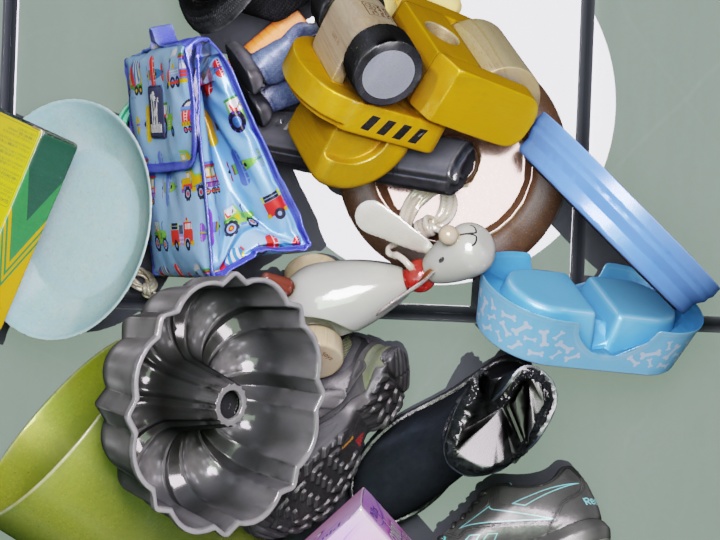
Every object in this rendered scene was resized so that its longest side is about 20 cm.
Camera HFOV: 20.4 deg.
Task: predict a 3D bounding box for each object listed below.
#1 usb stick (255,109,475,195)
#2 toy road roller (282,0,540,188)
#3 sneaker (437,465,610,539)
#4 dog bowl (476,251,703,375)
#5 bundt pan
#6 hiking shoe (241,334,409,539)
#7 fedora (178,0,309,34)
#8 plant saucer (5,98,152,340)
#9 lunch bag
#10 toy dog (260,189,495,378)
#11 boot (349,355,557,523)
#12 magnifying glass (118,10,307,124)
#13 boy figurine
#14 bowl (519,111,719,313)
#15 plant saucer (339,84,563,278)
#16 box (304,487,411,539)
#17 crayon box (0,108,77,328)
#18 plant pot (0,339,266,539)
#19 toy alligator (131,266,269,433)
[{"bbox_3d":[0.000,-0.099,1.654,0.198,0.033,0.056,11,51,25],"label":"usb stick"},{"bbox_3d":[0.029,-0.137,1.598,0.199,0.123,0.147,14,120,-31],"label":"toy road roller"},{"bbox_3d":[0.109,0.228,1.686,0.198,0.075,0.080,-19,69,2],"label":"sneaker"},{"bbox_3d":[0.184,0.038,1.638,0.198,0.112,0.050,6,118,-23],"label":"dog bowl"},{"bbox_3d":[-0.123,0.098,1.535,0.075,0.201,0.204,8,91,43],"label":"bundt pan"},{"bbox_3d":[-0.047,0.134,1.662,0.100,0.076,0.200,24,63,36],"label":"hiking shoe"},{"bbox_3d":[-0.067,-0.277,1.651,0.091,0.200,0.202,21,91,-31],"label":"fedora"},{"bbox_3d":[-0.239,-0.041,1.669,0.200,0.039,0.203,-5,81,34],"label":"plant saucer"},{"bbox_3d":[-0.130,-0.102,1.617,0.093,0.150,0.202,-18,97,-23],"label":"lunch bag"},{"bbox_3d":[0.000,0.000,1.609,0.200,0.096,0.132,-41,47,10],"label":"toy dog"},{"bbox_3d":[0.071,0.142,1.628,0.200,0.168,0.077,-38,90,2],"label":"boot"},{"bbox_3d":[-0.126,-0.152,1.703,0.200,0.022,0.080,-40,90,1],"label":"magnifying glass"},{"bbox_3d":[-0.011,-0.198,1.659,0.199,0.125,0.065,-29,51,-9],"label":"boy figurine"},{"bbox_3d":[0.205,-0.043,1.606,0.201,0.201,0.039,45,96,1],"label":"bowl"},{"bbox_3d":[0.078,-0.092,1.692,0.198,0.037,0.203,0,91,2],"label":"plant saucer"},{"bbox_3d":[0.002,0.311,1.599,0.176,0.097,0.200,-42,92,3],"label":"box"},{"bbox_3d":[-0.329,-0.038,1.667,0.126,0.051,0.201,25,92,34],"label":"crayon box"},{"bbox_3d":[-0.177,0.191,1.644,0.200,0.187,0.187,43,91,-16],"label":"plant pot"},{"bbox_3d":[-0.141,0.078,1.678,0.059,0.055,0.200,-19,52,-36],"label":"toy alligator"}]
